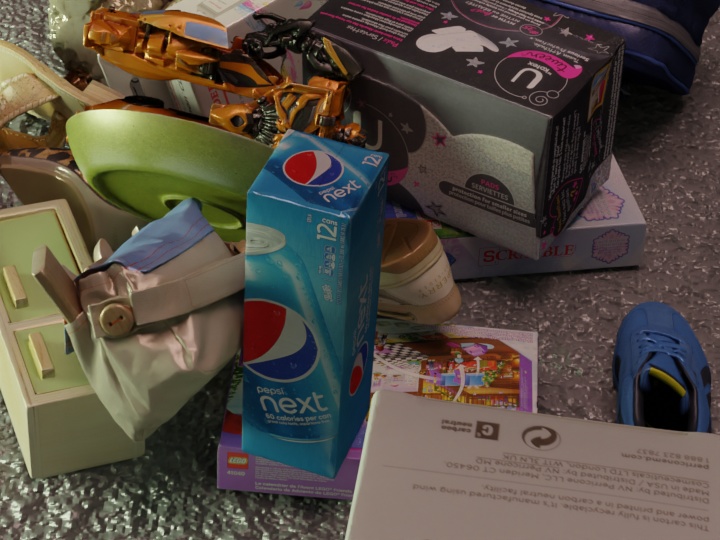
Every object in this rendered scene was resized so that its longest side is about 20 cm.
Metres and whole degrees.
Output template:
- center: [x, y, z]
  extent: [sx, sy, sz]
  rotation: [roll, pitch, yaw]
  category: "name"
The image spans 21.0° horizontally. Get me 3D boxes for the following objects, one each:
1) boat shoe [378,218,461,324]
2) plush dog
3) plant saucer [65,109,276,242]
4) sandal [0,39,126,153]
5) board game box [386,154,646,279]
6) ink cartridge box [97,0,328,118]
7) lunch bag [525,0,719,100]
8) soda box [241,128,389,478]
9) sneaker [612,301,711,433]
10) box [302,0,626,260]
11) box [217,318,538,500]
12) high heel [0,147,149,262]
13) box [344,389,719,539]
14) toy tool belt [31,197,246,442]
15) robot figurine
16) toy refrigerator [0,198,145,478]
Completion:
- center: [0.000, 0.000, 1.311]
  extent: [0.072, 0.065, 0.200]
  rotation: [-41, 23, -21]
  category: "boat shoe"
- center: [-0.184, -0.209, 1.553]
  extent: [0.199, 0.161, 0.172]
  rotation: [32, 24, -8]
  category: "plush dog"
- center: [-0.096, -0.049, 1.242]
  extent: [0.199, 0.200, 0.031]
  rotation: [13, 77, 12]
  category: "plant saucer"
- center: [-0.245, -0.112, 1.448]
  extent: [0.211, 0.078, 0.070]
  rotation: [22, 60, 36]
  category: "sandal"
- center: [0.090, -0.072, 1.449]
  extent: [0.198, 0.041, 0.200]
  rotation: [-5, 39, -10]
  category: "board game box"
- center: [-0.083, -0.153, 1.443]
  extent: [0.199, 0.117, 0.067]
  rotation: [-31, 41, -15]
  category: "ink cartridge box"
- center: [0.203, -0.207, 1.528]
  extent: [0.135, 0.133, 0.200]
  rotation: [20, 2, 21]
  category: "lunch bag"
- center: [-0.028, 0.022, 1.132]
  extent: [0.064, 0.201, 0.068]
  rotation: [14, 40, 13]
  category: "soda box"
- center: [0.197, 0.072, 1.250]
  extent: [0.066, 0.079, 0.200]
  rotation: [5, 37, 5]
  category: "sneaker"
- center: [0.068, -0.115, 1.363]
  extent: [0.199, 0.133, 0.115]
  rotation: [24, 46, 24]
  category: "box"
- center: [0.014, 0.088, 1.245]
  extent: [0.199, 0.039, 0.137]
  rotation: [5, 38, 2]
  category: "box"
- center: [-0.151, -0.060, 1.402]
  extent: [0.199, 0.072, 0.143]
  rotation: [26, 38, 20]
  category: "high heel"
- center: [0.085, 0.196, 1.009]
  extent: [0.198, 0.172, 0.200]
  rotation: [7, 38, 5]
  category: "box"
- center: [-0.119, 0.005, 1.173]
  extent: [0.123, 0.125, 0.200]
  rotation: [47, 25, -3]
  category: "toy tool belt"
- center: [-0.094, -0.108, 1.319]
  extent: [0.199, 0.146, 0.058]
  rotation: [13, 17, 8]
  category: "robot figurine"
- center: [-0.203, 0.038, 1.267]
  extent: [0.076, 0.070, 0.200]
  rotation: [-10, 41, -17]
  category: "toy refrigerator"
